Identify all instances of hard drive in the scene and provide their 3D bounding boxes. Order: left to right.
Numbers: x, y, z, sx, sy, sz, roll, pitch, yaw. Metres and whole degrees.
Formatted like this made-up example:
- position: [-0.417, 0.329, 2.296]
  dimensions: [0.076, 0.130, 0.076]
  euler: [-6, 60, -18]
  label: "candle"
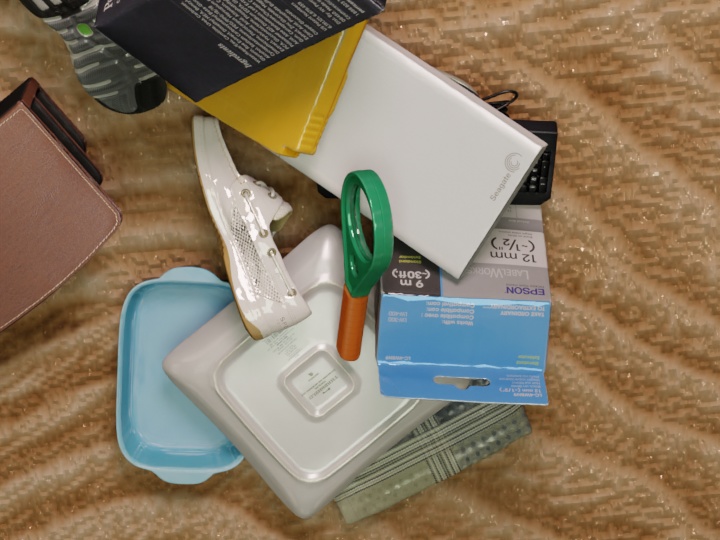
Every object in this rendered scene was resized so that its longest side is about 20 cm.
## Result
- position: [0.034, -0.102, 1.601]
  dimensions: [0.200, 0.027, 0.132]
  euler: [34, 109, 8]
  label: "hard drive"

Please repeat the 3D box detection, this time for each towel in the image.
- position: [0.029, 0.108, 1.760]
  dimensions: [0.200, 0.035, 0.193]
  euler: [-27, 108, 2]
  label: "towel"

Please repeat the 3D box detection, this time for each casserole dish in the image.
- position: [-0.153, 0.089, 1.737]
  dimensions: [0.121, 0.039, 0.200]
  euler: [2, 104, -3]
  label: "casserole dish"

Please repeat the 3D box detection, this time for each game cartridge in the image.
- position: [-0.067, -0.210, 1.607]
  dimensions: [0.032, 0.176, 0.200]
  euler: [5, 112, -49]
  label: "game cartridge"

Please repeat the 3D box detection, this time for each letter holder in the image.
- position: [-0.310, -0.040, 1.663]
  dimensions: [0.200, 0.101, 0.142]
  euler: [-39, 106, 7]
  label: "letter holder"

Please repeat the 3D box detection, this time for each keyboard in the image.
- position: [0.064, -0.098, 1.639]
  dimensions: [0.200, 0.040, 0.104]
  euler: [1, 117, -3]
  label: "keyboard"

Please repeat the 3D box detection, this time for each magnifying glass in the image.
- position: [0.000, 0.000, 1.610]
  dimensions: [0.022, 0.080, 0.200]
  euler: [-10, 138, -19]
  label: "magnifying glass"

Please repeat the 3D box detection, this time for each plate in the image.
- position: [-0.037, 0.094, 1.713]
  dimensions: [0.200, 0.032, 0.200]
  euler: [-39, 105, 6]
  label: "plate"

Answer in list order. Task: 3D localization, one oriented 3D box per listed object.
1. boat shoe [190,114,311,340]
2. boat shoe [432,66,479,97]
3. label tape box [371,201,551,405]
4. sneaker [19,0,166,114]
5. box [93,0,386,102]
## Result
- position: [-0.091, -0.044, 1.670]
  dimensions: [0.069, 0.071, 0.200]
  euler: [-18, 84, 1]
  label: "boat shoe"
- position: [0.010, -0.154, 1.667]
  dimensions: [0.200, 0.062, 0.075]
  euler: [23, 104, -9]
  label: "boat shoe"
- position: [0.084, 0.018, 1.647]
  dimensions: [0.143, 0.200, 0.066]
  euler: [3, 133, -4]
  label: "label tape box"
- position: [-0.215, -0.227, 1.631]
  dimensions: [0.075, 0.116, 0.200]
  euler: [-13, 142, 16]
  label: "sneaker"
- position: [-0.083, -0.264, 1.490]
  dimensions: [0.200, 0.197, 0.117]
  euler: [-22, 139, 36]
  label: "box"
